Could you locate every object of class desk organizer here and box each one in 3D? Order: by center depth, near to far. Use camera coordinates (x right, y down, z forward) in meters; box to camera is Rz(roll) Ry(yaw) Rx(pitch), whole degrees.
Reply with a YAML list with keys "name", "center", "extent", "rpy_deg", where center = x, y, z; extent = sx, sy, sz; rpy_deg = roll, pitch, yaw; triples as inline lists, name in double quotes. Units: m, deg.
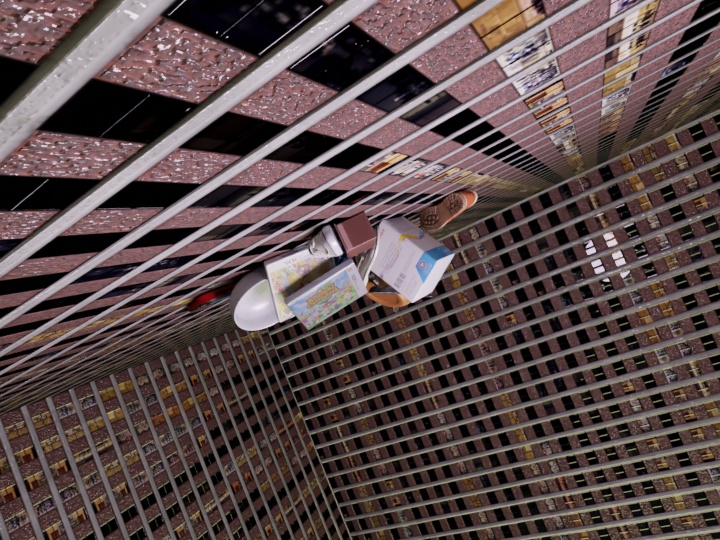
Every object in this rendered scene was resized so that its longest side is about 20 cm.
- name: "desk organizer"
  center: [-0.012, -0.081, 1.241]
  extent: [0.076, 0.072, 0.200]
  rpy_deg: [-25, 177, -2]

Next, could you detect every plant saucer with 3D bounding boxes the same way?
- name: "plant saucer"
  center: [0.075, 0.066, 1.689]
  extent: [0.038, 0.199, 0.200]
  rpy_deg: [-62, -165, -24]

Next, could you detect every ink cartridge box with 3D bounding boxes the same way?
- name: "ink cartridge box"
  center: [0.135, -0.037, 1.471]
  extent: [0.146, 0.200, 0.147]
  rpy_deg: [-19, 142, -57]

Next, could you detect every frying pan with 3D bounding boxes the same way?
- name: "frying pan"
  center: [0.109, 0.062, 1.519]
  extent: [0.189, 0.031, 0.115]
  rpy_deg: [-2, 175, 34]

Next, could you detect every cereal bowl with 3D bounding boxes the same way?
- name: "cereal bowl"
  center: [-0.262, 0.062, 1.359]
  extent: [0.199, 0.083, 0.201]
  rpy_deg: [-27, 146, -20]

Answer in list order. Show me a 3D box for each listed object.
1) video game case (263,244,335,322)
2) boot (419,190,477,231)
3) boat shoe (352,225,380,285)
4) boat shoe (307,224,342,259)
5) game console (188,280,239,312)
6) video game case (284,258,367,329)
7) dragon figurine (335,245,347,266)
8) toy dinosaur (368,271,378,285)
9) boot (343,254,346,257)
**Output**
- name: "video game case"
  center: [-0.146, 0.026, 1.315]
  extent: [0.181, 0.023, 0.201]
  rpy_deg: [-23, 134, -19]
- name: "boot"
  center: [0.271, -0.185, 1.570]
  extent: [0.107, 0.076, 0.199]
  rpy_deg: [-27, 179, -42]
- name: "boat shoe"
  center: [0.002, -0.033, 1.418]
  extent: [0.060, 0.203, 0.072]
  rpy_deg: [10, -158, -16]
- name: "boat shoe"
  center: [-0.086, -0.055, 1.169]
  extent: [0.069, 0.071, 0.200]
  rpy_deg: [-27, -178, -4]
- name: "game console"
  center: [-0.376, 0.068, 1.438]
  extent: [0.199, 0.031, 0.177]
  rpy_deg: [-21, 176, -31]
- name: "video game case"
  center: [-0.084, 0.067, 1.343]
  extent: [0.199, 0.022, 0.182]
  rpy_deg: [-32, 151, -4]
- name: "dragon figurine"
  center: [-0.064, -0.012, 1.403]
  extent: [0.058, 0.202, 0.099]
  rpy_deg: [10, -175, -38]
- name: "toy dinosaur"
  center: [0.000, 0.000, 1.579]
  extent: [0.199, 0.078, 0.102]
  rpy_deg: [13, 165, 42]
- name: "boot"
  center: [-0.049, -0.019, 1.543]
  extent: [0.200, 0.073, 0.075]
  rpy_deg: [-50, -175, 3]
